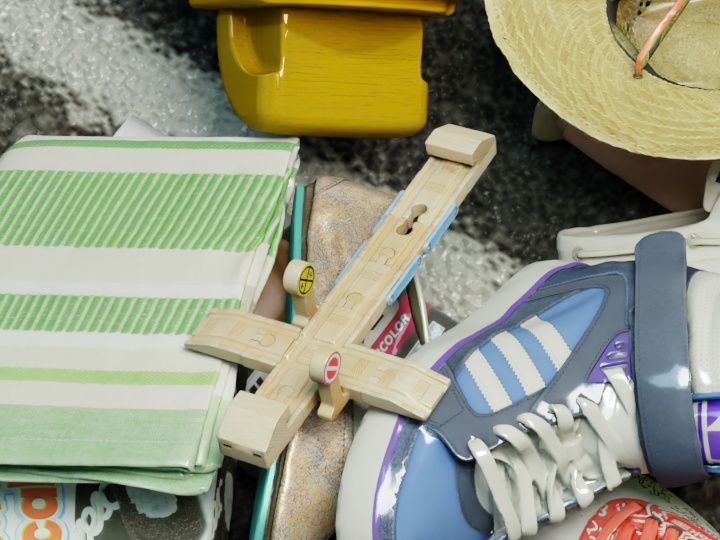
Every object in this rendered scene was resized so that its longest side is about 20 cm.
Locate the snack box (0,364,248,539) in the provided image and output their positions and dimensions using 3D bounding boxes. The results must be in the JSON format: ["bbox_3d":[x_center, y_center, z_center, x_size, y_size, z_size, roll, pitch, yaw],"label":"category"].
[{"bbox_3d":[-0.115,0.110,1.277,0.116,0.037,0.201,0,63,11],"label":"snack box"}]

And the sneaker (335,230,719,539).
[{"bbox_3d":[0.096,0.065,1.223,0.146,0.081,0.200,8,39,36],"label":"sneaker"}]

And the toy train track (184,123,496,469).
[{"bbox_3d":[0.000,0.000,1.242,0.114,0.033,0.200,16,48,26],"label":"toy train track"}]

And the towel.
[{"bbox_3d":[-0.113,0.014,1.292,0.152,0.023,0.200,2,46,14],"label":"towel"}]

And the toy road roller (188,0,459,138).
[{"bbox_3d":[-0.028,-0.135,1.379,0.122,0.200,0.147,2,92,-24],"label":"toy road roller"}]

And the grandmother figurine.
[{"bbox_3d":[0.180,-0.039,1.376,0.200,0.061,0.121,39,102,17],"label":"grandmother figurine"}]

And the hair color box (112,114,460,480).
[{"bbox_3d":[-0.052,0.026,1.364,0.200,0.061,0.099,32,74,19],"label":"hair color box"}]

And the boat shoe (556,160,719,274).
[{"bbox_3d":[0.174,-0.020,1.311,0.199,0.071,0.070,-17,91,32],"label":"boat shoe"}]

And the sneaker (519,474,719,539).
[{"bbox_3d":[0.144,0.131,1.246,0.201,0.108,0.067,39,74,5],"label":"sneaker"}]

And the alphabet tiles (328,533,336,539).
[{"bbox_3d":[0.033,0.177,1.281,0.200,0.006,0.167,33,74,0],"label":"alphabet tiles"}]

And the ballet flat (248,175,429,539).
[{"bbox_3d":[-0.005,0.046,1.276,0.067,0.068,0.201,8,61,-2],"label":"ballet flat"}]

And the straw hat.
[{"bbox_3d":[0.156,-0.103,1.329,0.200,0.085,0.202,-6,53,8],"label":"straw hat"}]
